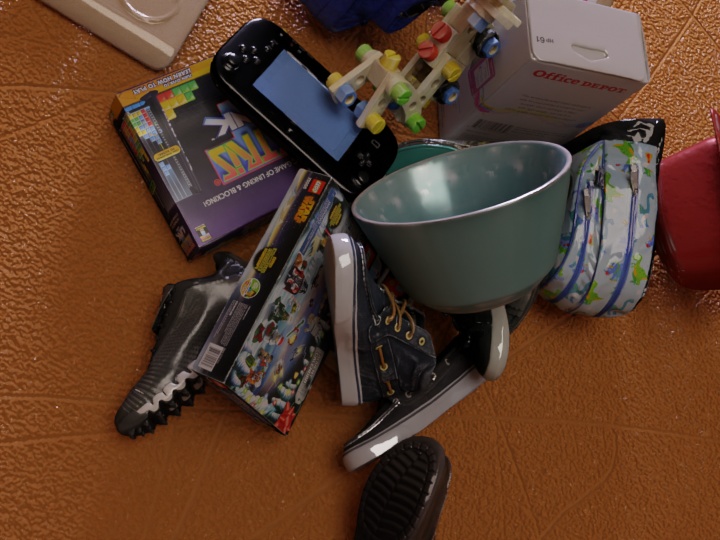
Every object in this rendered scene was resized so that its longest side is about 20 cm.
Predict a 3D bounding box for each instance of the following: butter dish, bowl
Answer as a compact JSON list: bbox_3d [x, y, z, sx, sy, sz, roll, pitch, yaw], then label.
[{"bbox_3d":[0.384,-0.055,1.078,0.199,0.146,0.203,20,58,-62],"label":"butter dish"},{"bbox_3d":[0.099,-0.034,0.836,0.199,0.200,0.106,-27,114,-27],"label":"bowl"}]

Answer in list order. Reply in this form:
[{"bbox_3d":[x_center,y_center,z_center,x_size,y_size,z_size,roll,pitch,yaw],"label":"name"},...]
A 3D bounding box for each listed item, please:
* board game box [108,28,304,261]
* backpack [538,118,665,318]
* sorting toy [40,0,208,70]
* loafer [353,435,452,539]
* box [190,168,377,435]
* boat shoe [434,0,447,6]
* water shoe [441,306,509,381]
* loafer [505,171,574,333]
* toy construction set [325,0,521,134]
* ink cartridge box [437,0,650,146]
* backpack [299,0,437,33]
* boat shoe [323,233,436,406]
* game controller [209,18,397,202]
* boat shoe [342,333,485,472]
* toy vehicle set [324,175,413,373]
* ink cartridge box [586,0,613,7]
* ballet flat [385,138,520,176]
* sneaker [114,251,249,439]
[{"bbox_3d":[-0.122,-0.128,0.923,0.199,0.057,0.167,-30,87,-28],"label":"board game box"},{"bbox_3d":[0.259,-0.049,1.019,0.151,0.163,0.203,-4,83,-16],"label":"backpack"},{"bbox_3d":[-0.235,-0.327,0.950,0.184,0.036,0.202,30,70,-12],"label":"sorting toy"},{"bbox_3d":[0.035,0.248,0.854,0.071,0.073,0.203,18,96,-46],"label":"loafer"},{"bbox_3d":[-0.060,0.031,0.832,0.039,0.137,0.202,18,71,27],"label":"box"},{"bbox_3d":[0.055,-0.405,1.082,0.201,0.071,0.076,53,53,-13],"label":"boat shoe"},{"bbox_3d":[0.092,0.020,0.933,0.078,0.072,0.203,-4,60,-12],"label":"water shoe"},{"bbox_3d":[0.160,-0.021,0.956,0.071,0.063,0.203,22,104,14],"label":"loafer"},{"bbox_3d":[0.071,-0.214,0.902,0.131,0.199,0.093,13,48,-57],"label":"toy construction set"},{"bbox_3d":[0.189,-0.204,0.998,0.142,0.200,0.086,5,72,-22],"label":"ink cartridge box"},{"bbox_3d":[0.012,-0.334,0.964,0.168,0.199,0.163,50,57,-13],"label":"backpack"},{"bbox_3d":[0.018,0.040,0.823,0.089,0.202,0.071,-9,46,-4],"label":"boat shoe"},{"bbox_3d":[-0.052,-0.158,0.908,0.200,0.042,0.105,41,62,-9],"label":"game controller"},{"bbox_3d":[0.050,0.123,0.917,0.199,0.070,0.067,-31,80,-28],"label":"boat shoe"},{"bbox_3d":[0.000,0.000,0.953,0.124,0.026,0.201,37,64,-9],"label":"toy vehicle set"},{"bbox_3d":[0.209,-0.354,1.094,0.199,0.075,0.166,39,57,-25],"label":"ink cartridge box"},{"bbox_3d":[0.121,-0.110,1.011,0.197,0.072,0.073,3,71,6],"label":"ballet flat"},{"bbox_3d":[-0.161,0.060,0.848,0.090,0.067,0.200,39,71,11],"label":"sneaker"}]
